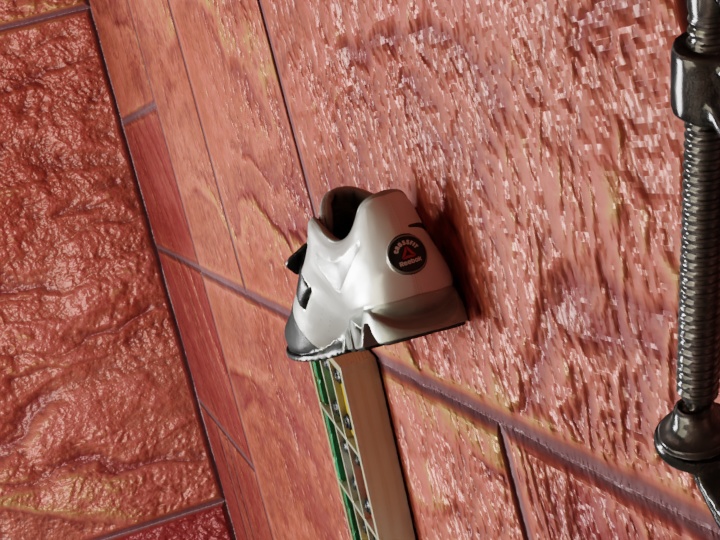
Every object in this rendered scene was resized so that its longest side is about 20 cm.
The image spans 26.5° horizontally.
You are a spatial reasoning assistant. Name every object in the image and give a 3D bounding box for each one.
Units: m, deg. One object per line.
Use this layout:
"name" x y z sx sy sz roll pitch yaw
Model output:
"c clamp" 0.111 0.009 0.429 0.171 0.027 0.201 -133 31 -57
"sneaker" 0.000 0.000 0.834 0.200 0.074 0.089 156 98 -69
"toy vehicle set" 0.003 0.141 1.112 0.124 0.026 0.202 -139 35 -71
